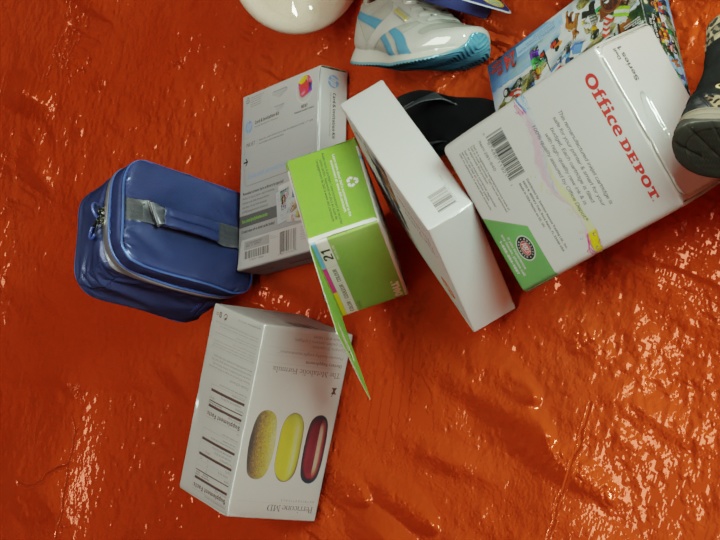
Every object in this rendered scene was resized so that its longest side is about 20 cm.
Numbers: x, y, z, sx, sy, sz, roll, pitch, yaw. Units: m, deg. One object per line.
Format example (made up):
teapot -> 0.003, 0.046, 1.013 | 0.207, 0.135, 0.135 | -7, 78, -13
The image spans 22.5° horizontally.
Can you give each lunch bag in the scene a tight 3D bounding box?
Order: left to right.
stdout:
lunch bag -> -0.218, -0.037, 2.016 | 0.132, 0.199, 0.137 | -28, 55, 46

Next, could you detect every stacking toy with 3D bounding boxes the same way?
stacking toy -> -0.091, -0.340, 1.988 | 0.200, 0.145, 0.147 | -146, 69, -69

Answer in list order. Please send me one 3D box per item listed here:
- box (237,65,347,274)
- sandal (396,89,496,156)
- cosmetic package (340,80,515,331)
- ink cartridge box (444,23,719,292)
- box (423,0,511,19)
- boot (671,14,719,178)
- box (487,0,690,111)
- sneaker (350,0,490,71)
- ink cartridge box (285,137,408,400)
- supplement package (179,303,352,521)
box -> -0.075, -0.106, 1.965 | 0.156, 0.041, 0.201 | -15, 72, 52
sandal -> 0.069, -0.143, 1.765 | 0.200, 0.043, 0.077 | -2, 81, 55
cosmetic package -> 0.062, -0.060, 1.673 | 0.052, 0.151, 0.200 | -31, 46, -1
ink cartridge box -> 0.187, -0.092, 1.506 | 0.200, 0.084, 0.145 | -32, 87, 47
box -> 0.054, -0.302, 1.754 | 0.032, 0.121, 0.200 | -60, 40, 25
boot -> 0.336, -0.129, 1.334 | 0.151, 0.199, 0.073 | -71, -23, -45
box -> 0.197, -0.164, 1.593 | 0.200, 0.038, 0.137 | -35, 55, 46
sneaker -> 0.056, -0.237, 1.776 | 0.200, 0.076, 0.081 | 12, 97, 55
ink cartridge box -> 0.000, 0.000, 1.738 | 0.075, 0.148, 0.201 | -19, 58, 2
supplement package -> -0.099, 0.147, 1.879 | 0.109, 0.113, 0.201 | 18, 99, 56
